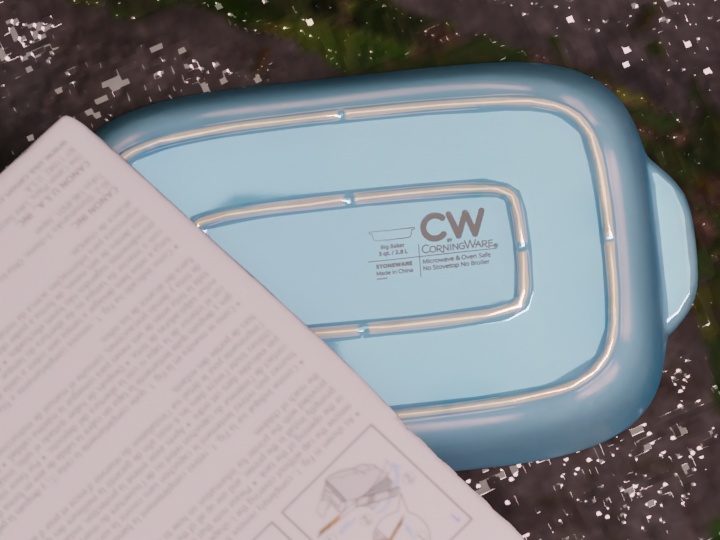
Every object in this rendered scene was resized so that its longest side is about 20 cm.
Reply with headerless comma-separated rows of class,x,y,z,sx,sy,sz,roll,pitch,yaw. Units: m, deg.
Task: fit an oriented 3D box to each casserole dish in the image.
casserole dish,0.000,0.000,0.827,0.200,0.039,0.121,-5,84,1

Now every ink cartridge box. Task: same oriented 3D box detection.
ink cartridge box,-0.065,0.078,0.749,0.200,0.047,0.160,42,76,17
